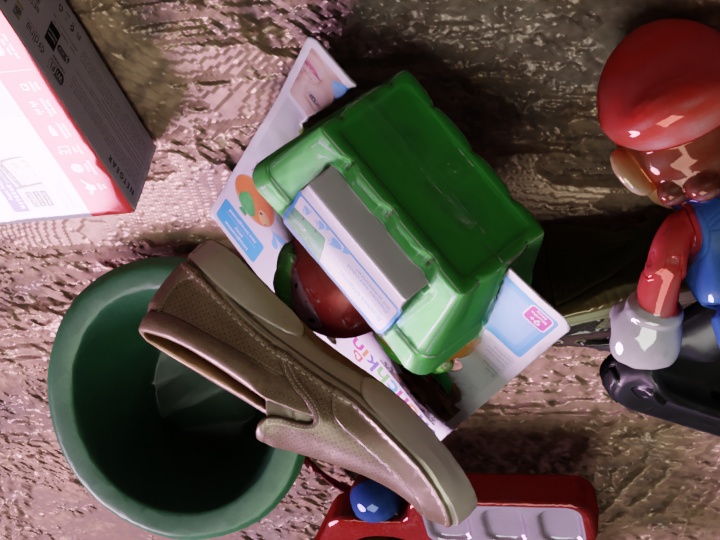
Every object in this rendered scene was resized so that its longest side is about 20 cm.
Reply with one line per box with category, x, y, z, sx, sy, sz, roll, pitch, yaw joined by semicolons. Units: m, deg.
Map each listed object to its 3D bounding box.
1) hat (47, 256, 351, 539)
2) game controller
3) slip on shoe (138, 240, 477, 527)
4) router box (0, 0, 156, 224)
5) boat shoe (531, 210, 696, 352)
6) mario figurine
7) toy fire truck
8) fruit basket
hat;-0.089;0.069;1.105;0.165;0.176;0.201;7;106;12
game controller;0.210;0.051;0.911;0.104;0.042;0.200;-41;146;23
slip on shoe;-0.029;0.070;0.894;0.200;0.061;0.076;43;164;7
router box;-0.228;-0.103;0.891;0.179;0.049;0.200;-5;140;23
boat shoe;0.133;0.015;0.917;0.200;0.072;0.066;-10;133;22
mario figurine;0.171;-0.021;0.803;0.106;0.123;0.201;-25;89;52
toy fire truck;0.061;0.186;1.138;0.199;0.112;0.168;1;136;16
fruit basket;0.000;0.000;0.881;0.185;0.094;0.200;50;144;6
